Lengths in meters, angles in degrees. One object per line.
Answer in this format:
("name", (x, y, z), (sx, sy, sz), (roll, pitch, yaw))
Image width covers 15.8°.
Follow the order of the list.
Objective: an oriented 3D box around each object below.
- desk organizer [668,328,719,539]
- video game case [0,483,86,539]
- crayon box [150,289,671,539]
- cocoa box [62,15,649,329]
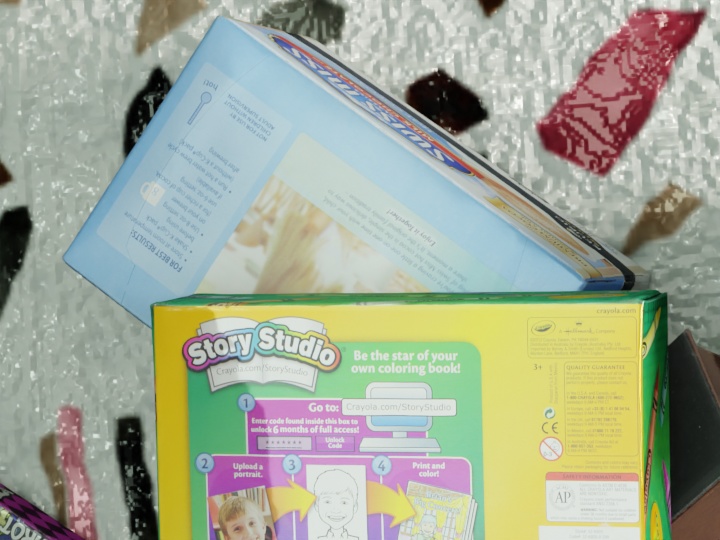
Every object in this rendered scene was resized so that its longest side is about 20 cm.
("desk organizer", (0.109, 0.123, 1.120), (0.200, 0.077, 0.072), (-45, 43, 28))
("video game case", (-0.225, 0.174, 1.248), (0.200, 0.036, 0.181), (32, 100, 15))
("crayon box", (0.019, 0.068, 1.023), (0.200, 0.058, 0.119), (0, 93, 15))
("cocoa box", (0.000, 0.000, 1.128), (0.200, 0.131, 0.133), (37, 100, 15))
